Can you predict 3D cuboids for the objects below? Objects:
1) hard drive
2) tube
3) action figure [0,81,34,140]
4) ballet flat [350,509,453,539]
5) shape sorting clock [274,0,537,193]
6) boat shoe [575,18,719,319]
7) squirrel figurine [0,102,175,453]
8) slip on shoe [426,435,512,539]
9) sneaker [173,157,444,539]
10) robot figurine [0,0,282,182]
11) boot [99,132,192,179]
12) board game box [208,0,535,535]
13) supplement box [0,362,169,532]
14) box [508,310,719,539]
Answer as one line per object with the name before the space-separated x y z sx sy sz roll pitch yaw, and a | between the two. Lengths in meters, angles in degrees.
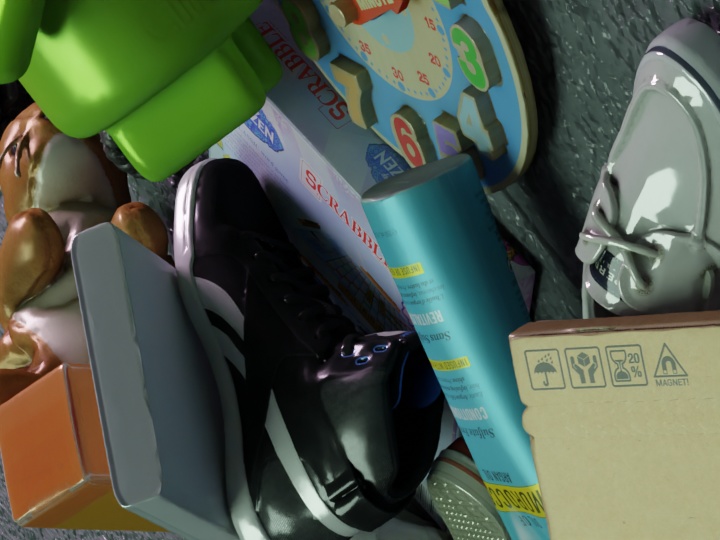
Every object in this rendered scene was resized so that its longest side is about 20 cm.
hard drive | -0.072 0.069 1.373 0.200 0.027 0.133 40 -145 -63
tube | 0.060 0.051 1.238 0.201 0.050 0.077 68 164 -9
action figure | -0.247 -0.117 1.672 0.102 0.119 0.201 -39 76 38
ballet flat | 0.027 0.155 1.499 0.070 0.069 0.200 53 -179 10
shape sorting clock | 0.004 -0.117 1.238 0.200 0.039 0.201 46 155 28
boat shoe | 0.114 -0.010 1.115 0.072 0.066 0.201 46 156 27
squirrel figurine | -0.149 0.009 1.575 0.200 0.141 0.188 80 172 -65
slip on shoe | 0.079 0.122 1.381 0.074 0.061 0.200 33 162 25
sneaker | -0.015 0.027 1.337 0.111 0.073 0.201 -25 68 32
robot figurine | -0.121 -0.140 1.286 0.200 0.115 0.176 53 -160 -11
boot | -0.153 -0.155 1.460 0.158 0.079 0.212 41 164 51
board game box | 0.000 0.000 1.400 0.200 0.041 0.200 47 156 25
supplement box | -0.084 0.093 1.484 0.066 0.199 0.069 -33 60 40
box | 0.154 0.094 1.072 0.199 0.021 0.165 -4 103 38
